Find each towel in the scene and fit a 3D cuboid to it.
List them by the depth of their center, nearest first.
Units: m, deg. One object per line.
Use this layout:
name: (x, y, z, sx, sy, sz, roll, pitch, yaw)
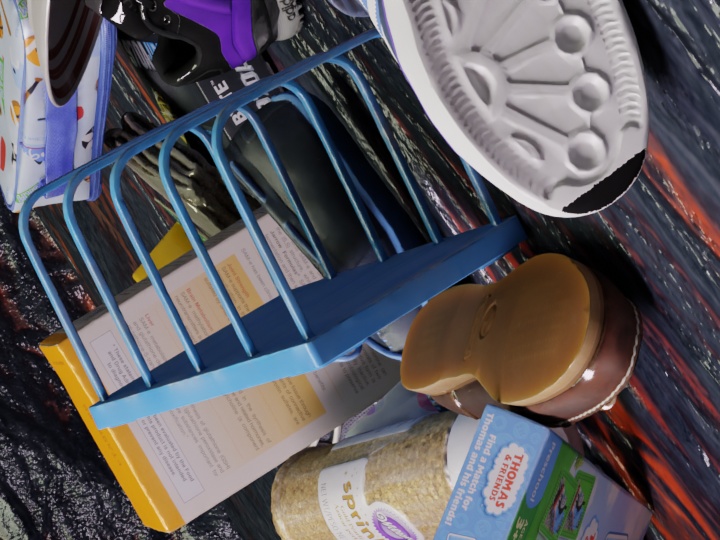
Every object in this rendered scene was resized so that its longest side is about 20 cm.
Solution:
towel: (-0.067, -0.022, 1.627, 0.200, 0.035, 0.132, 43, 175, -38)

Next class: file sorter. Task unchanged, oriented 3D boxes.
file sorter: (-0.051, -0.020, 1.241, 0.200, 0.139, 0.123, -17, 101, 53)

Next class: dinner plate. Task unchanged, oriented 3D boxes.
dinner plate: (-0.143, -0.183, 1.332, 0.200, 0.024, 0.201, 10, -90, -88)

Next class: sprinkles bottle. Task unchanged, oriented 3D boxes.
sprinkles bottle: (0.031, 0.109, 1.349, 0.200, 0.068, 0.068, -21, 102, 55)

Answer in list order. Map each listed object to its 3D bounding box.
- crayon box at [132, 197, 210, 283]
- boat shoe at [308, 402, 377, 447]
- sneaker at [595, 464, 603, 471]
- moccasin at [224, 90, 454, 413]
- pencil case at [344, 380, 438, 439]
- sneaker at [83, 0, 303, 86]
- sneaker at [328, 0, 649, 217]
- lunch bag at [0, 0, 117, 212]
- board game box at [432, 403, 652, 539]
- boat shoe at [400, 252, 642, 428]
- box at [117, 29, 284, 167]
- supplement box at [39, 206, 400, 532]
crayon box: (-0.066, 0.043, 1.712, 0.126, 0.052, 0.200, 37, 174, 36)
boat shoe: (-0.038, 0.091, 1.566, 0.199, 0.093, 0.075, 16, 120, 16)
sneaker: (0.056, 0.179, 1.354, 0.080, 0.199, 0.078, 58, -159, -10)
moccasin: (0.000, 0.000, 1.387, 0.200, 0.068, 0.080, 58, -166, 12)
pencil case: (0.075, 0.145, 1.446, 0.200, 0.083, 0.091, 55, -155, 19)
sneaker: (-0.099, -0.168, 1.318, 0.070, 0.099, 0.201, 45, 164, 44)
sneaker: (0.033, -0.107, 0.973, 0.200, 0.080, 0.146, 55, 178, 0)
lunch bag: (-0.191, -0.135, 1.574, 0.200, 0.075, 0.161, 101, 153, -52)
board game box: (0.071, 0.156, 1.194, 0.036, 0.152, 0.200, 19, 172, 22)
boat shoe: (0.084, 0.036, 1.168, 0.070, 0.071, 0.200, 23, 172, -16)
box: (-0.107, -0.139, 1.595, 0.159, 0.046, 0.200, 60, 170, -14)
supplement box: (-0.064, 0.043, 1.488, 0.126, 0.200, 0.074, 60, 166, -6)
